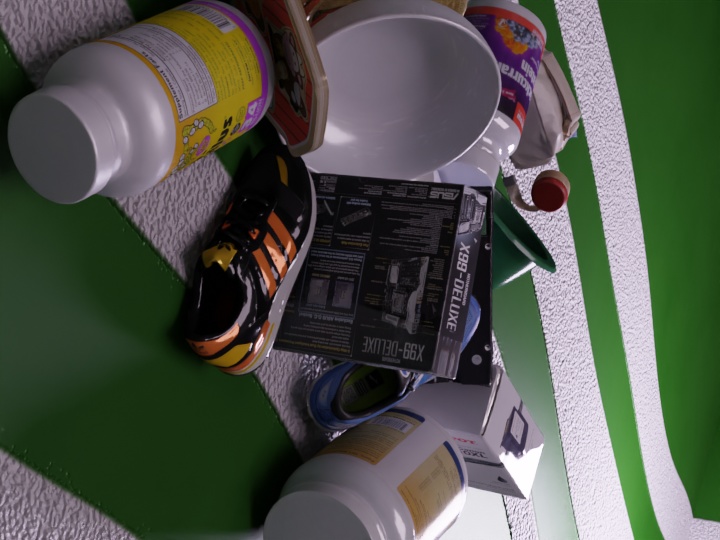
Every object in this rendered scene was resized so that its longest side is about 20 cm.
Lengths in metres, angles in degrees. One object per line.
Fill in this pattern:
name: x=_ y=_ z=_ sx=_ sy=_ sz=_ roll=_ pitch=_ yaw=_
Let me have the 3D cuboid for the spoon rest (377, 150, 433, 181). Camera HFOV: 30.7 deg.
spoon rest: x=0.011 y=-0.030 z=1.264 sx=0.202 sy=0.060 sz=0.099 roll=-65 pitch=157 yaw=9

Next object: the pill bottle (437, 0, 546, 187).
pill bottle: x=0.133 y=-0.190 z=1.457 sx=0.112 sy=0.110 sz=0.202 roll=49 pitch=53 yaw=-57

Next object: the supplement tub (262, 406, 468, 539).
supplement tub: x=0.006 y=0.229 z=1.267 sx=0.200 sy=0.143 sz=0.146 roll=-29 pitch=122 yaw=-59

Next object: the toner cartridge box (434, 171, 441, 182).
toner cartridge box: x=0.072 y=-0.021 z=1.453 sx=0.201 sy=0.043 sz=0.096 roll=66 pitch=38 yaw=-47

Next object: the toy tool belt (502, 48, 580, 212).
toy tool belt: x=0.218 y=-0.185 z=1.614 sx=0.201 sy=0.124 sz=0.123 roll=64 pitch=30 yaw=-21

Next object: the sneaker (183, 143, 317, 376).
sneaker: x=-0.093 y=-0.018 z=1.082 sx=0.090 sy=0.069 sz=0.202 roll=39 pitch=64 yaw=-64

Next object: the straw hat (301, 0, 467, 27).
straw hat: x=-0.009 y=-0.245 z=1.167 sx=0.086 sy=0.200 sz=0.201 roll=62 pitch=12 yaw=27

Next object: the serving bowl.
serving bowl: x=0.019 y=-0.165 z=1.141 sx=0.201 sy=0.198 sz=0.066 roll=60 pitch=13 yaw=-51

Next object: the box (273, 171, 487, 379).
box: x=0.000 y=0.000 z=1.131 sx=0.050 sy=0.198 sz=0.160 roll=21 pitch=77 yaw=-59

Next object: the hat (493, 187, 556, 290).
hat: x=0.123 y=0.000 z=1.575 sx=0.200 sy=0.176 sz=0.166 roll=48 pitch=15 yaw=-1

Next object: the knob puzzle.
knob puzzle: x=-0.073 y=-0.173 z=0.999 sx=0.030 sy=0.220 sz=0.222 roll=-19 pitch=123 yaw=-15

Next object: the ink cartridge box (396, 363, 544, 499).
ink cartridge box: x=0.108 y=0.171 z=1.461 sx=0.200 sy=0.143 sz=0.085 roll=55 pitch=50 yaw=-54

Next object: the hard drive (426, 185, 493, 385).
hard drive: x=0.067 y=0.014 z=1.337 sx=0.038 sy=0.138 sz=0.203 roll=-58 pitch=147 yaw=-75

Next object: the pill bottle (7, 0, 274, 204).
pill bottle: x=-0.149 y=-0.114 z=0.902 sx=0.200 sy=0.103 sz=0.105 roll=-40 pitch=132 yaw=-53

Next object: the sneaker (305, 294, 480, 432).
sneaker: x=0.043 y=0.090 z=1.270 sx=0.199 sy=0.089 sz=0.079 roll=-38 pitch=98 yaw=-15
